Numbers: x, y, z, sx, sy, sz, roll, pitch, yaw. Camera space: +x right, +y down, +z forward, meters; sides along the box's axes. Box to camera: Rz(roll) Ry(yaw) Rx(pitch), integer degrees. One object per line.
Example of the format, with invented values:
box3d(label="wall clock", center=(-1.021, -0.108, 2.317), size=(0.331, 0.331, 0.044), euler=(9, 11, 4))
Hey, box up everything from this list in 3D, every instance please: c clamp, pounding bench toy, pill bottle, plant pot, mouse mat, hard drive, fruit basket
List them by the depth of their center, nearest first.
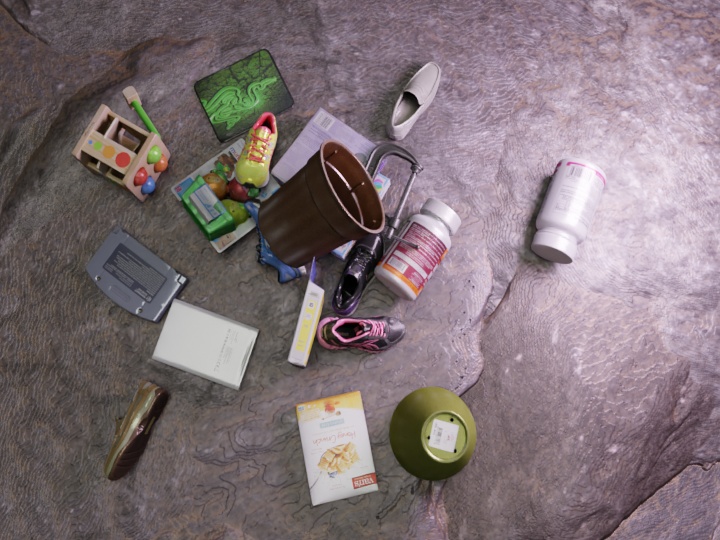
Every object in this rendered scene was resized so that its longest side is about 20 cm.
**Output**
box3d(label="plant pot", center=(0.152, 0.323, 1.351), size=(0.181, 0.200, 0.193), euler=(0, 79, 0))
box3d(label="plant pot", center=(-0.086, -0.117, 1.356), size=(0.196, 0.199, 0.204), euler=(-30, 79, 25))
box3d(label="c clamp", center=(0.072, -0.162, 1.439), size=(0.166, 0.027, 0.205), euler=(16, 81, 10))
box3d(label="hard drive", center=(-0.327, 0.157, 1.465), size=(0.195, 0.026, 0.135), euler=(19, 80, 3))
box3d(label="pill bottle", center=(0.124, -0.046, 1.466), size=(0.108, 0.110, 0.202), euler=(35, 81, 6))
box3d(label="pill bottle", center=(0.444, -0.126, 1.483), size=(0.111, 0.113, 0.204), euler=(23, 80, 4))
box3d(label="fruit basket", center=(-0.282, -0.167, 1.493), size=(0.199, 0.094, 0.187), euler=(-38, 81, -11))
box3d(label="pounding bench toy", center=(-0.488, -0.279, 1.494), size=(0.153, 0.124, 0.204), euler=(27, 80, 4))
box3d(label="mouse mat", center=(-0.267, -0.403, 1.580), size=(0.196, 0.008, 0.164), euler=(-28, 81, -5))

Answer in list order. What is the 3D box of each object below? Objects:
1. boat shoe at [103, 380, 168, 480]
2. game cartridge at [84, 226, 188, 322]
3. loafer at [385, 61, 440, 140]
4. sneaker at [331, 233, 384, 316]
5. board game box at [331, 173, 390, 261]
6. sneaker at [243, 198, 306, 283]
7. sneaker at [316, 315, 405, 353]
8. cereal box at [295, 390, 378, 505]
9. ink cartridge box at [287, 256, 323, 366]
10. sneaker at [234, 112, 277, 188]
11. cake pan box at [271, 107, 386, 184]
box3d(label="boat shoe", center=(-0.474, 0.325, 1.418), size=(0.075, 0.072, 0.203), euler=(23, 72, 18))
box3d(label="game cartridge", center=(-0.486, 0.015, 1.485), size=(0.198, 0.042, 0.135), euler=(36, 85, 6))
box3d(label="loafer", center=(0.123, -0.386, 1.549), size=(0.069, 0.070, 0.203), euler=(28, 80, 5))
box3d(label="sneaker", center=(0.000, 0.000, 1.466), size=(0.074, 0.088, 0.204), euler=(22, 79, 4))
box3d(label="board game box", center=(-0.040, -0.143, 1.513), size=(0.133, 0.034, 0.203), euler=(30, 81, 11))
box3d(label="sneaker", center=(-0.194, -0.058, 1.457), size=(0.088, 0.079, 0.203), euler=(-30, 107, 1))
box3d(label="sneaker", center=(0.012, 0.127, 1.426), size=(0.194, 0.095, 0.081), euler=(-2, 77, -21))
box3d(label="cereal box", center=(-0.049, 0.364, 1.422), size=(0.140, 0.040, 0.206), euler=(-12, 80, -3))
box3d(label="ink cartridge box", center=(-0.102, 0.093, 1.393), size=(0.046, 0.198, 0.205), euler=(17, 80, 0))
box3d(label="sneaker", center=(-0.220, -0.261, 1.471), size=(0.076, 0.091, 0.204), euler=(13, 50, -9))
box3d(label="cake pan box", center=(-0.070, -0.227, 1.493), size=(0.198, 0.052, 0.186), euler=(34, 80, 12))
